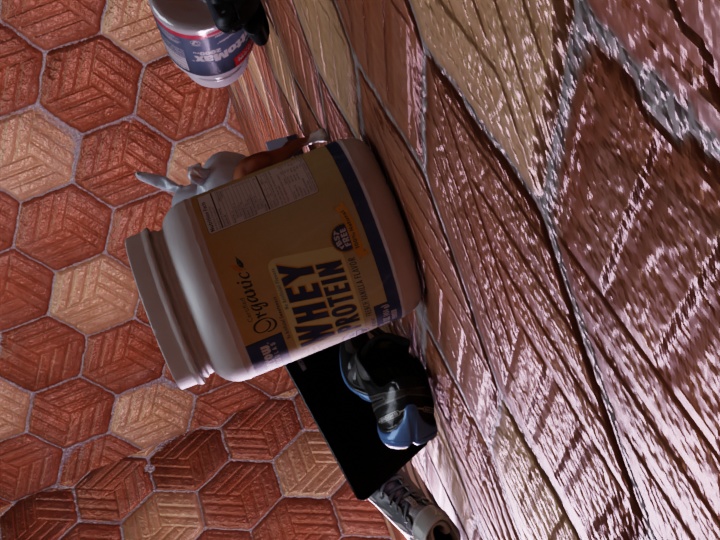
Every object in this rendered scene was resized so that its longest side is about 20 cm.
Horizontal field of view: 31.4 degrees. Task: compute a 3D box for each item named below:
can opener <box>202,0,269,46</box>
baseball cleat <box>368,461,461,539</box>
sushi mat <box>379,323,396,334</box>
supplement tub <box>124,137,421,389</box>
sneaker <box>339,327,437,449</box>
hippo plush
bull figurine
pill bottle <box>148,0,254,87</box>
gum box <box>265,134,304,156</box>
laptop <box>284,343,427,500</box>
[{"bbox_3d":[-0.155,-0.330,1.422,0.079,0.063,0.202,75,172,-55],"label":"can opener"},{"bbox_3d":[0.051,0.245,1.399,0.200,0.070,0.106,47,169,-7],"label":"baseball cleat"},{"bbox_3d":[0.000,0.000,1.353,0.096,0.012,0.202,79,170,-66],"label":"sushi mat"},{"bbox_3d":[-0.066,-0.002,0.976,0.144,0.198,0.146,159,90,-85],"label":"supplement tub"},{"bbox_3d":[0.027,0.089,1.174,0.200,0.070,0.084,-125,29,-67],"label":"sneaker"},{"bbox_3d":[-0.142,-0.073,1.490,0.161,0.157,0.202,-45,61,53],"label":"hippo plush"},{"bbox_3d":[-0.064,-0.058,1.185,0.201,0.120,0.066,-117,7,-51],"label":"bull figurine"},{"bbox_3d":[-0.190,-0.308,1.582,0.200,0.118,0.121,85,163,-75],"label":"pill bottle"},{"bbox_3d":[-0.062,-0.030,1.524,0.171,0.044,0.202,-110,9,-45],"label":"gum box"},{"bbox_3d":[-0.013,0.126,1.355,0.179,0.102,0.200,62,173,-5],"label":"laptop"}]
